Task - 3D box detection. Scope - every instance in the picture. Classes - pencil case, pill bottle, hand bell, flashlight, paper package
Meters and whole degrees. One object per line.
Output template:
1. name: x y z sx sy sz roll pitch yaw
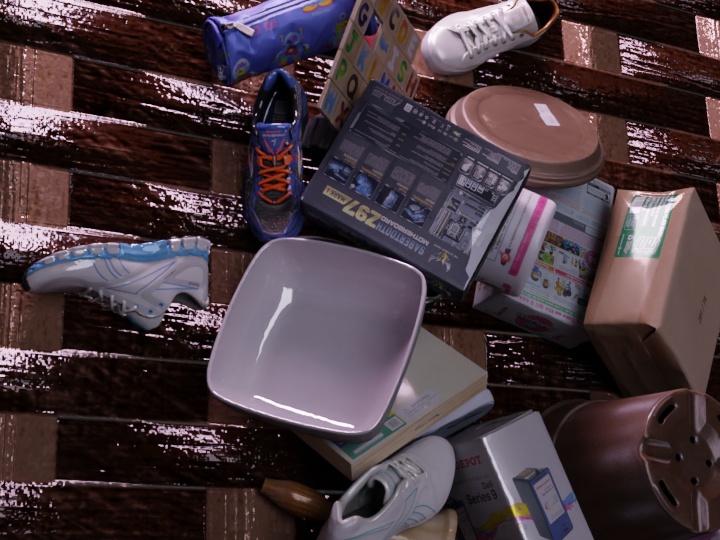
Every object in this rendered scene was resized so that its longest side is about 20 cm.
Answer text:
1. pencil case: -0.077 -0.267 1.380 0.197 0.087 0.079 -22 72 -13
2. pill bottle: 0.107 -0.061 1.402 0.197 0.114 0.114 24 62 6
3. hand bell: -0.010 0.257 1.299 0.197 0.104 0.105 24 63 -6
4. flashlight: -0.019 -0.215 1.446 0.067 0.068 0.203 24 69 -11
5. paper package: 0.357 0.033 1.508 0.191 0.102 0.202 51 51 -44

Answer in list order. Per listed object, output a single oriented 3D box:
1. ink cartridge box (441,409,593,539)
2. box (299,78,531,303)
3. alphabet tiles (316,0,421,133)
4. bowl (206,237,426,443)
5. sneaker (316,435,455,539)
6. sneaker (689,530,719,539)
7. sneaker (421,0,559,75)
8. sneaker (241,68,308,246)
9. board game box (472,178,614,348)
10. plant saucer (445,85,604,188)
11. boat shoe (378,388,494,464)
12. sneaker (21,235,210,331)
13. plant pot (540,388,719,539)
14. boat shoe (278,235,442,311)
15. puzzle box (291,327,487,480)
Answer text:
1. ink cartridge box: 0.160 0.263 1.342 0.087 0.145 0.203 -19 85 -31
2. box: 0.057 -0.084 1.323 0.198 0.051 0.159 28 74 8
3. alphabet tiles: 0.018 -0.213 1.405 0.200 0.007 0.170 42 66 -62
4. bowl: -0.039 0.076 1.278 0.197 0.075 0.202 13 63 17
5. sneaker: 0.035 0.219 1.247 0.070 0.081 0.200 33 45 22
6. sneaker: 0.417 0.292 1.524 0.088 0.080 0.204 1 76 -46
7. sneaker: 0.163 -0.302 1.561 0.198 0.084 0.074 -26 89 -31
8. sneaker: -0.094 -0.125 1.350 0.074 0.079 0.204 -2 73 2
9. board game box: 0.223 -0.029 1.520 0.146 0.064 0.203 22 63 -21
10. plant saucer: 0.198 -0.165 1.503 0.196 0.030 0.201 9 36 -7
11. boat shoe: 0.054 0.160 1.371 0.198 0.074 0.067 -19 63 -37
12. sneaker: -0.232 0.018 1.246 0.197 0.075 0.088 -6 83 -30
13. plant pot: 0.310 0.224 1.409 0.197 0.198 0.204 10 69 -26
14. boat shoe: 0.000 0.000 1.383 0.197 0.064 0.072 13 68 -24
15. puzzle box: 0.020 0.129 1.329 0.198 0.026 0.132 -29 46 -32
